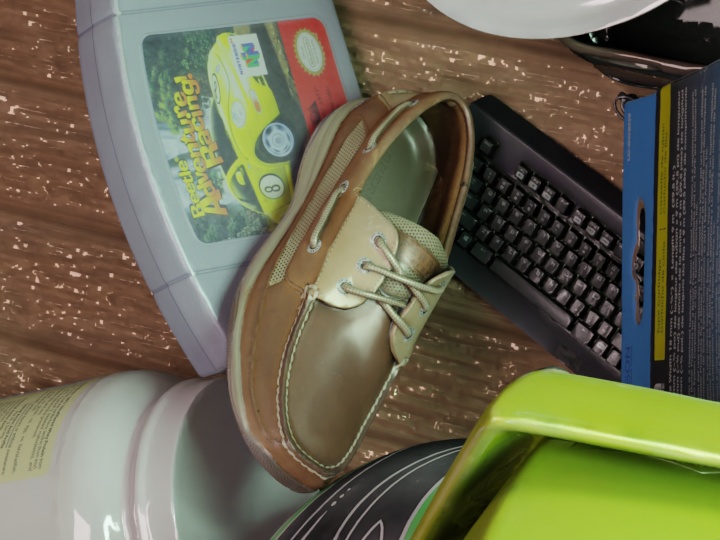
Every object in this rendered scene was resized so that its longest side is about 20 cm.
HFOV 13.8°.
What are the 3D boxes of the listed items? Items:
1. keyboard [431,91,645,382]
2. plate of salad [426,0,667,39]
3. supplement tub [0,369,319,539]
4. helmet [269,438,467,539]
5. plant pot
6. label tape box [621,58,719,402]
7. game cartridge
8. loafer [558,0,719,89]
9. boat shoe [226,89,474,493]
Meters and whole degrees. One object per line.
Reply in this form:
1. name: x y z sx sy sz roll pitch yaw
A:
1. keyboard: 0.118 -0.010 1.280 0.200 0.021 0.127 38 111 22
2. plate of salad: 0.102 -0.181 1.247 0.200 0.048 0.201 -15 58 24
3. supplement tub: -0.132 0.125 1.360 0.200 0.145 0.145 -12 87 30
4. helmet: 0.035 0.167 1.238 0.200 0.191 0.201 1 92 30
5. plant pot: 0.102 0.153 1.055 0.199 0.199 0.182 10 63 -7
6. label tape box: 0.157 -0.007 1.164 0.063 0.200 0.145 2 87 -9
7. game cartridge: -0.054 -0.058 1.312 0.041 0.133 0.201 -25 80 52
8. loafer: 0.174 -0.098 1.217 0.200 0.063 0.072 0 93 30
9. boat shoe: 0.000 0.000 1.258 0.072 0.076 0.200 -22 43 44
